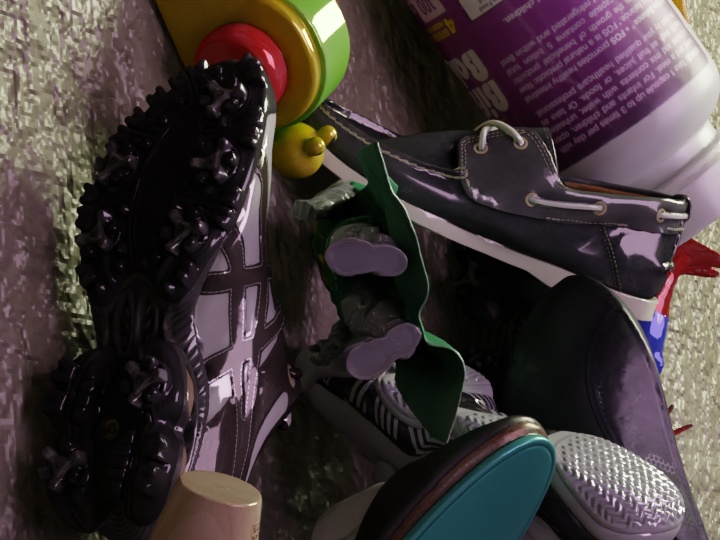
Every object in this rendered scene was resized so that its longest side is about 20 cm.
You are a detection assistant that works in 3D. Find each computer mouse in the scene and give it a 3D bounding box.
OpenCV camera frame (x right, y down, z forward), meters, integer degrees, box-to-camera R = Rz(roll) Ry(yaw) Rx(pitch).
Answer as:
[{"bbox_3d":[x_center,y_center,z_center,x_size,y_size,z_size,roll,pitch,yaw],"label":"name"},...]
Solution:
[{"bbox_3d":[0.109,0.099,1.003,0.052,0.139,0.201,-13,75,-25],"label":"computer mouse"}]

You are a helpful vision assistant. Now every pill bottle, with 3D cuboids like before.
[{"bbox_3d":[0.110,-0.105,1.145,0.200,0.112,0.112,54,36,-5],"label":"pill bottle"}]

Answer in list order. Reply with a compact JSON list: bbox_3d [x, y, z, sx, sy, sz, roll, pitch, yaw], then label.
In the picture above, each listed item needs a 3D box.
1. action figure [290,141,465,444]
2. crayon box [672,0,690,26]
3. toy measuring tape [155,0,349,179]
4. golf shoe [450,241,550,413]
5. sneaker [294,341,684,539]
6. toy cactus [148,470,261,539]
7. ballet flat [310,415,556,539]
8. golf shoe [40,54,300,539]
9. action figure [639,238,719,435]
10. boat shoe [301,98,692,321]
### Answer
[{"bbox_3d":[0.000,0.000,0.959,0.200,0.054,0.119,-128,-151,-82],"label":"action figure"},{"bbox_3d":[0.143,-0.153,1.264,0.127,0.051,0.201,-136,-147,-85],"label":"crayon box"},{"bbox_3d":[-0.054,-0.131,0.976,0.074,0.073,0.201,-50,122,-52],"label":"toy measuring tape"},{"bbox_3d":[0.084,0.062,1.130,0.095,0.077,0.201,49,44,-39],"label":"golf shoe"},{"bbox_3d":[0.039,0.109,0.977,0.075,0.199,0.116,-3,113,-52],"label":"sneaker"},{"bbox_3d":[-0.064,0.157,0.809,0.200,0.102,0.166,-14,123,-64],"label":"toy cactus"},{"bbox_3d":[0.002,0.134,0.909,0.068,0.068,0.201,27,95,-48],"label":"ballet flat"},{"bbox_3d":[-0.065,0.016,0.899,0.094,0.077,0.201,37,62,-50],"label":"golf shoe"},{"bbox_3d":[0.135,0.081,1.171,0.201,0.052,0.065,-61,-177,-6],"label":"action figure"},{"bbox_3d":[0.062,-0.043,1.067,0.199,0.068,0.072,22,13,-15],"label":"boat shoe"}]
